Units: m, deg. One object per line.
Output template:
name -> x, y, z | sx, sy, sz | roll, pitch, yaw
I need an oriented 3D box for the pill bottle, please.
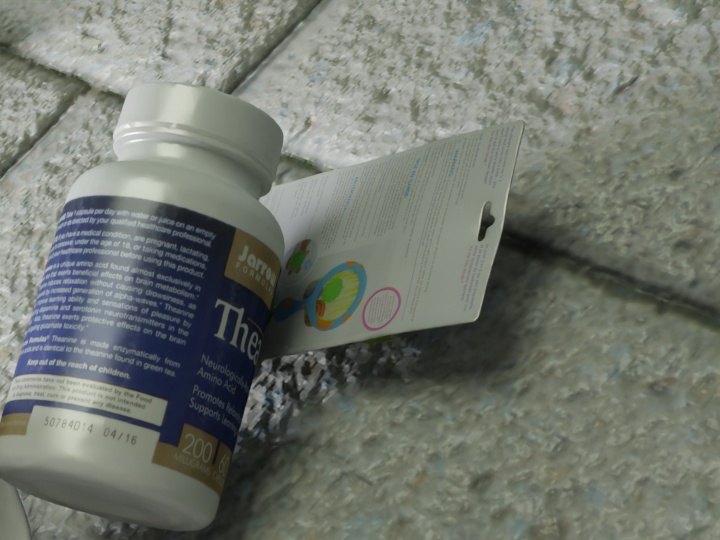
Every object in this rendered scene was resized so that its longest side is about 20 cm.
pill bottle -> -0.099, 0.016, 0.928 | 0.111, 0.111, 0.200 | 0, 68, 37

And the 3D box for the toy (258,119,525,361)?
toy -> 0.000, 0.000, 0.967 | 0.200, 0.047, 0.115 | -10, 52, 37

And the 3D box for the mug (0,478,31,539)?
mug -> -0.257, 0.141, 0.944 | 0.175, 0.148, 0.200 | -16, 15, 37
